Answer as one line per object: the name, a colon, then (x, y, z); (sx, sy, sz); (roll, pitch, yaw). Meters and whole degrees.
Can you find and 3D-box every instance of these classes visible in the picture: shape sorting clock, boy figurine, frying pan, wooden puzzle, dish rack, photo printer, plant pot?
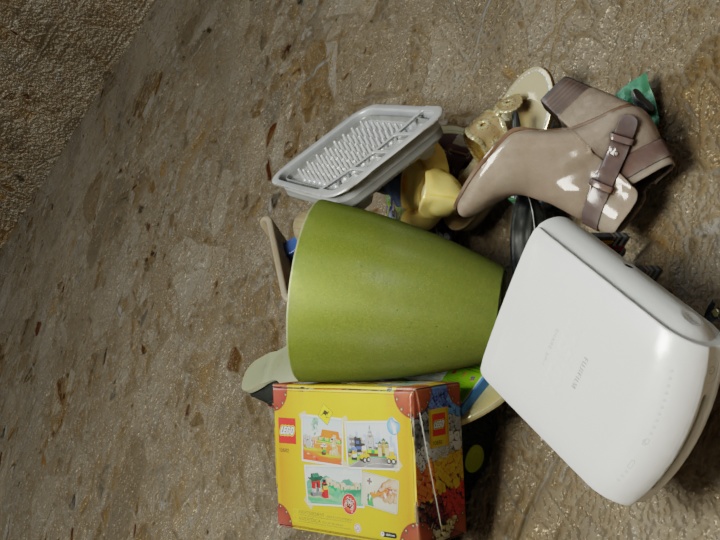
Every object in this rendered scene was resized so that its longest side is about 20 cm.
shape sorting clock: (0.111, 0.096, 1.049); (0.198, 0.039, 0.201); (-29, 30, 19)
boy figurine: (0.065, -0.096, 1.142); (0.200, 0.063, 0.126); (-133, 54, -64)
frying pan: (0.180, -0.063, 1.064); (0.115, 0.030, 0.193); (98, 171, -65)
wooden puzzle: (-0.060, 0.035, 1.302); (0.046, 0.186, 0.201); (-30, 39, 5)
dish rack: (0.000, -0.127, 1.114); (0.171, 0.044, 0.199); (-40, 26, -16)
photo printer: (0.196, 0.076, 0.792); (0.200, 0.069, 0.169); (46, 128, 44)
plant pot: (0.045, 0.032, 0.984); (0.187, 0.196, 0.191); (6, -90, -78)

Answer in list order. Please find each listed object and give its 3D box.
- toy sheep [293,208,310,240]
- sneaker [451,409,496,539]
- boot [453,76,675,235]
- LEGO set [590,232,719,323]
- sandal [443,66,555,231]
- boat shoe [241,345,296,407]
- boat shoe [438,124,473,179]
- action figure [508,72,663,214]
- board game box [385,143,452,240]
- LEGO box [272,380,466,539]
toy sheep: (0.000, 0.000, 1.153); (0.138, 0.199, 0.138); (-50, 6, 7)
sneaker: (0.081, 0.223, 1.031); (0.078, 0.065, 0.203); (17, 85, 51)
boot: (0.204, -0.088, 0.962); (0.146, 0.070, 0.201); (48, 110, 20)
LEGO set: (0.237, 0.056, 0.896); (0.200, 0.114, 0.156); (46, 128, 45)
sandal: (0.142, -0.135, 1.096); (0.078, 0.069, 0.213); (50, 122, 36)
boat shoe: (-0.094, 0.147, 1.374); (0.200, 0.063, 0.075); (-25, 38, 51)
boat shoe: (0.136, -0.133, 1.202); (0.199, 0.072, 0.073); (10, 76, 53)
action figure: (0.235, -0.118, 1.051); (0.199, 0.054, 0.120); (-36, 42, 46)
board game box: (0.073, -0.044, 1.216); (0.120, 0.032, 0.203); (-35, 53, 53)
LEGO box: (0.004, 0.190, 0.990); (0.198, 0.076, 0.152); (-4, 87, 42)
